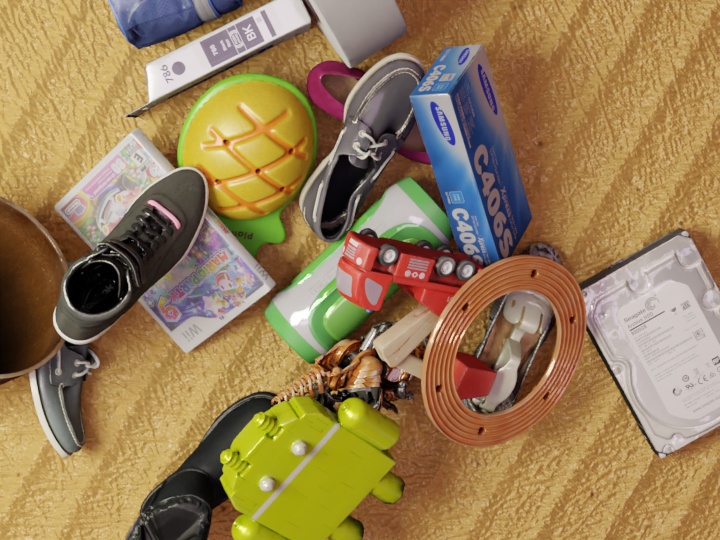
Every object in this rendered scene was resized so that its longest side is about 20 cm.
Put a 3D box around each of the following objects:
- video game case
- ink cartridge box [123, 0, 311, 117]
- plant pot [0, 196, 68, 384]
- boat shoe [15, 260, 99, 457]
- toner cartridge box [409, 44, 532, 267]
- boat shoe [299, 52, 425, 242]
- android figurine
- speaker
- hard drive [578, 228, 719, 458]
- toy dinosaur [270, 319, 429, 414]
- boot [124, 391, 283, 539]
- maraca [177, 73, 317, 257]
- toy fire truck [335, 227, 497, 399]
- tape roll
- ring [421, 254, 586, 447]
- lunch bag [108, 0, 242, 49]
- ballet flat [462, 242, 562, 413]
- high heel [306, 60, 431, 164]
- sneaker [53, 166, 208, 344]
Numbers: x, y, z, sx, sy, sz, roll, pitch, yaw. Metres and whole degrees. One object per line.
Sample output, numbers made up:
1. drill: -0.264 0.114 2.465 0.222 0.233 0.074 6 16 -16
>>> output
1. video game case: -0.194 -0.026 1.341 0.200 0.018 0.143 49 127 -7
2. ink cartridge box: -0.143 -0.208 1.319 0.200 0.099 0.039 -28 97 -1
3. plant pot: -0.400 0.049 1.287 0.187 0.187 0.200 50 132 -7
4. boat shoe: -0.295 0.086 1.361 0.062 0.073 0.200 -11 92 2
5. toner cartridge box: 0.109 -0.106 1.310 0.043 0.095 0.200 -1 127 29
6. boat shoe: 0.007 -0.112 1.300 0.073 0.063 0.200 21 117 -24
7. android figurine: -0.048 0.194 1.289 0.182 0.041 0.200 -47 130 5
8. speaker: 0.000 0.000 1.359 0.200 0.088 0.088 -43 97 2
9. hard drive: 0.320 0.075 1.410 0.140 0.038 0.200 -29 97 0
10. toy dinosaur: -0.009 0.110 1.348 0.200 0.102 0.136 4 117 -27
11. boot: -0.146 0.213 1.336 0.200 0.168 0.076 -42 97 2
12. maraca: -0.114 -0.099 1.334 0.137 0.107 0.200 6 118 -17
13. toy fire truck: 0.055 0.045 1.297 0.200 0.049 0.141 10 106 -33
14. tape roll: -0.037 -0.289 1.264 0.066 0.200 0.200 -32 98 2
15. ring: 0.138 0.078 1.321 0.200 0.019 0.201 -15 119 -30
16. lunch bag: -0.189 -0.323 1.284 0.132 0.136 0.200 -21 96 -1
17. ballet flat: 0.159 0.069 1.385 0.072 0.072 0.201 23 95 -6
18. high heel: 0.039 -0.148 1.337 0.200 0.096 0.068 18 95 -5
19. sneaker: -0.200 -0.019 1.230 0.071 0.099 0.200 40 75 -5
